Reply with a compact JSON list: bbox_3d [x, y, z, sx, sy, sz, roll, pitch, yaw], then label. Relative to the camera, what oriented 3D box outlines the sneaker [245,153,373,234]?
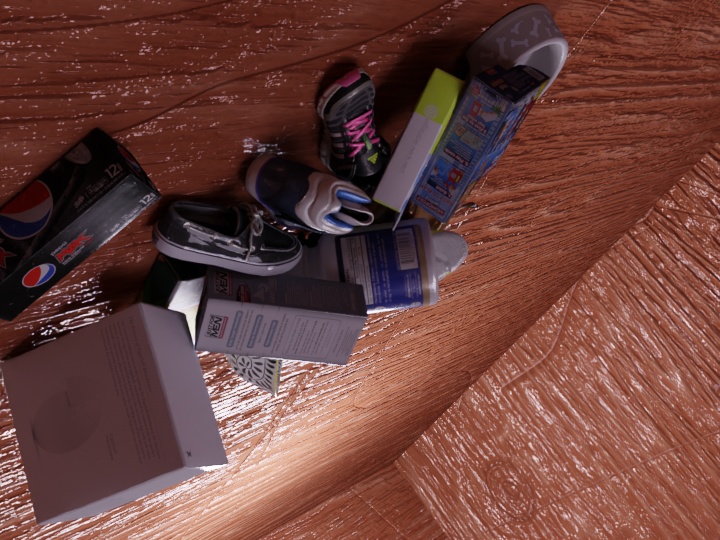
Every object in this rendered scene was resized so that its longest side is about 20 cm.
[{"bbox_3d":[-0.042,-0.074,1.094,0.081,0.146,0.200,-63,157,-2],"label":"sneaker"}]

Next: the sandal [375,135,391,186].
[{"bbox_3d":[0.027,-0.127,1.285,0.076,0.043,0.200,-38,162,-1],"label":"sandal"}]

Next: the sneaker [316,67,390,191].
[{"bbox_3d":[-0.002,-0.162,1.074,0.074,0.088,0.200,-32,160,-19],"label":"sneaker"}]

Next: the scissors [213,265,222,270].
[{"bbox_3d":[-0.189,0.040,1.161,0.073,0.014,0.200,-22,157,-43],"label":"scissors"}]

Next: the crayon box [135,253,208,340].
[{"bbox_3d":[-0.237,0.046,1.181,0.127,0.051,0.200,-18,152,-47],"label":"crayon box"}]

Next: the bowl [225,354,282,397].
[{"bbox_3d":[-0.156,0.080,1.288,0.094,0.202,0.201,7,153,-2],"label":"bowl"}]

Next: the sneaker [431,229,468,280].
[{"bbox_3d":[0.060,-0.011,1.311,0.199,0.076,0.105,-21,-171,3],"label":"sneaker"}]

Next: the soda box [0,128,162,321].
[{"bbox_3d":[-0.295,-0.041,0.847,0.200,0.063,0.071,-40,161,2],"label":"soda box"}]

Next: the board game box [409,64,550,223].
[{"bbox_3d":[0.151,-0.169,1.159,0.200,0.062,0.200,-59,170,29],"label":"board game box"}]

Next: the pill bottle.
[{"bbox_3d":[0.000,0.000,1.193,0.199,0.120,0.120,-8,159,1],"label":"pill bottle"}]

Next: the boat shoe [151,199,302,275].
[{"bbox_3d":[-0.146,-0.047,1.055,0.199,0.074,0.068,12,132,-34],"label":"boat shoe"}]

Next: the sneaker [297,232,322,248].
[{"bbox_3d":[-0.065,-0.012,1.283,0.201,0.083,0.077,-66,-164,5],"label":"sneaker"}]

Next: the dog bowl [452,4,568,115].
[{"bbox_3d":[0.210,-0.277,1.253,0.200,0.059,0.200,-33,161,-13],"label":"dog bowl"}]

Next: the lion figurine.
[{"bbox_3d":[0.087,-0.087,1.281,0.200,0.072,0.123,27,102,-45],"label":"lion figurine"}]

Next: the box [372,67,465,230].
[{"bbox_3d":[0.070,-0.157,1.132,0.201,0.047,0.122,-63,-179,12],"label":"box"}]

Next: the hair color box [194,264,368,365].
[{"bbox_3d":[-0.101,0.058,1.109,0.199,0.061,0.099,7,133,-17],"label":"hair color box"}]

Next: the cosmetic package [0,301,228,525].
[{"bbox_3d":[-0.292,0.171,1.058,0.199,0.200,0.123,-23,165,13],"label":"cosmetic package"}]
